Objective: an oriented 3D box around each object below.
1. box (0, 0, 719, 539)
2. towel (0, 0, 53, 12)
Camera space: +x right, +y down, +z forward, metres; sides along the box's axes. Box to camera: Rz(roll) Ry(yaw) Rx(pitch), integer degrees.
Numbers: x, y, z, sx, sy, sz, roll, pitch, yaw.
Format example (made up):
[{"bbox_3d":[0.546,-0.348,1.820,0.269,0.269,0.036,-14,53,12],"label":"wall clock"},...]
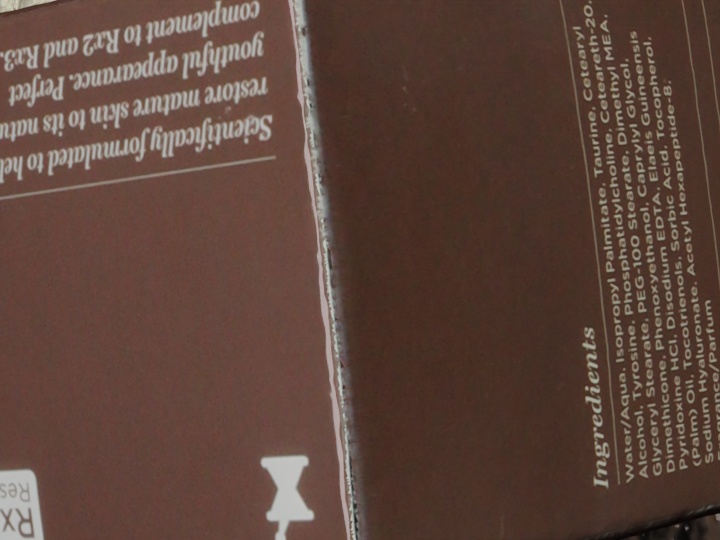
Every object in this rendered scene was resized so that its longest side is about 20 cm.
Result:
[{"bbox_3d":[0.000,0.000,0.825,0.165,0.199,0.165,-6,91,42],"label":"box"},{"bbox_3d":[-0.067,-0.044,0.909,0.034,0.132,0.201,-10,63,40],"label":"towel"}]
